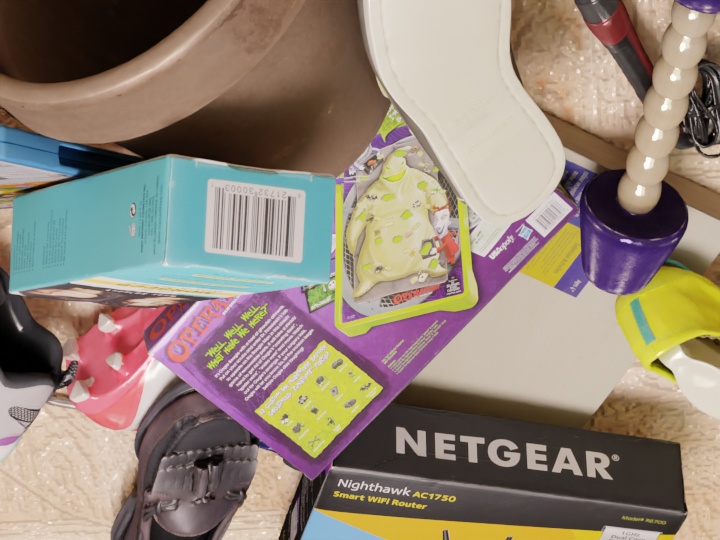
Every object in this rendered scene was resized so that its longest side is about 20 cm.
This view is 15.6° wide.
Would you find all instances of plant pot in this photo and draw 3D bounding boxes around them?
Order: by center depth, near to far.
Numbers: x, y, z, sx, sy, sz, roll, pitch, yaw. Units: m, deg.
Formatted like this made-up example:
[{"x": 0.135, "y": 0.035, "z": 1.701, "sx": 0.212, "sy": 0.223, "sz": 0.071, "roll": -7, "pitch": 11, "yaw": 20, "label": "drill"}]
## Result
[{"x": -0.069, "y": -0.121, "z": 1.212, "sx": 0.199, "sy": 0.201, "sz": 0.175, "roll": -25, "pitch": 141, "yaw": 20, "label": "plant pot"}]

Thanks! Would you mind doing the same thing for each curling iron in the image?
[{"x": 0.127, "y": -0.134, "z": 1.283, "sx": 0.049, "sy": 0.026, "sz": 0.200, "roll": -40, "pitch": 114, "yaw": 4, "label": "curling iron"}]

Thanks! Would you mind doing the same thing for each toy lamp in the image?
[{"x": 0.146, "y": -0.070, "z": 1.270, "sx": 0.058, "sy": 0.058, "sz": 0.201, "roll": 9, "pitch": 133, "yaw": -5, "label": "toy lamp"}]

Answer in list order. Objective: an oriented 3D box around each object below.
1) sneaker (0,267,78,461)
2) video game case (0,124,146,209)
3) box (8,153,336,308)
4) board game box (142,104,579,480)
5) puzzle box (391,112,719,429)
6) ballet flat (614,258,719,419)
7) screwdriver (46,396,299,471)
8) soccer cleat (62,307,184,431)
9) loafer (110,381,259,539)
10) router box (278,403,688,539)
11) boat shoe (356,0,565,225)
[{"x": -0.239, "y": 0.017, "z": 1.370, "sx": 0.199, "sy": 0.078, "sz": 0.140, "roll": 29, "pitch": 134, "yaw": -24, "label": "sneaker"}, {"x": -0.184, "y": -0.048, "z": 1.259, "sx": 0.142, "sy": 0.200, "sz": 0.018, "roll": -3, "pitch": 85, "yaw": 22, "label": "video game case"}, {"x": -0.091, "y": -0.015, "z": 1.207, "sx": 0.082, "sy": 0.050, "sz": 0.200, "roll": 6, "pitch": 173, "yaw": -26, "label": "box"}, {"x": 0.000, "y": 0.000, "z": 1.321, "sx": 0.200, "sy": 0.032, "sz": 0.120, "roll": -45, "pitch": 120, "yaw": 11, "label": "board game box"}, {"x": 0.093, "y": 0.014, "z": 1.397, "sx": 0.132, "sy": 0.026, "sz": 0.200, "roll": 24, "pitch": 125, "yaw": -16, "label": "puzzle box"}, {"x": 0.211, "y": 0.063, "z": 1.385, "sx": 0.199, "sy": 0.067, "sz": 0.067, "roll": 30, "pitch": 123, "yaw": -32, "label": "ballet flat"}, {"x": -0.080, "y": 0.086, "z": 1.466, "sx": 0.198, "sy": 0.028, "sz": 0.029, "roll": 15, "pitch": 98, "yaw": -2, "label": "screwdriver"}, {"x": -0.072, "y": 0.023, "z": 1.395, "sx": 0.199, "sy": 0.067, "sz": 0.076, "roll": -34, "pitch": 144, "yaw": 22, "label": "soccer cleat"}, {"x": -0.092, "y": 0.130, "z": 1.440, "sx": 0.071, "sy": 0.063, "sz": 0.200, "roll": -3, "pitch": 148, "yaw": -19, "label": "loafer"}, {"x": 0.063, "y": 0.141, "z": 1.452, "sx": 0.198, "sy": 0.051, "sz": 0.150, "roll": 8, "pitch": 142, "yaw": -10, "label": "router box"}, {"x": 0.036, "y": -0.102, "z": 1.198, "sx": 0.072, "sy": 0.060, "sz": 0.202, "roll": -34, "pitch": 138, "yaw": -5, "label": "boat shoe"}]
